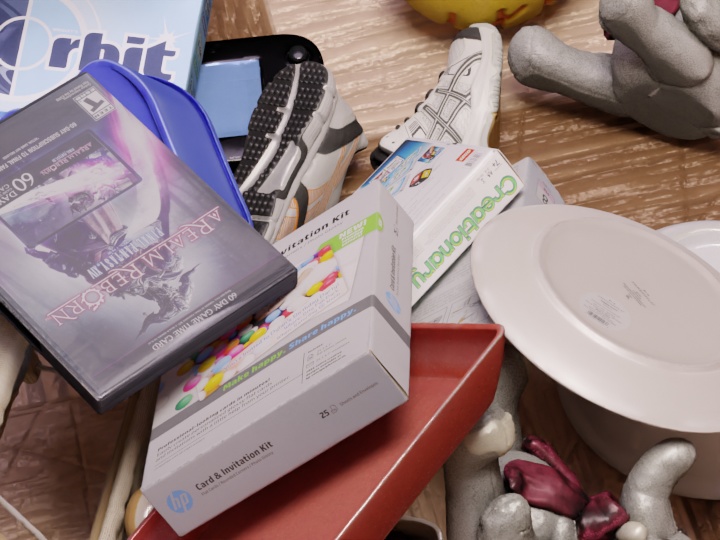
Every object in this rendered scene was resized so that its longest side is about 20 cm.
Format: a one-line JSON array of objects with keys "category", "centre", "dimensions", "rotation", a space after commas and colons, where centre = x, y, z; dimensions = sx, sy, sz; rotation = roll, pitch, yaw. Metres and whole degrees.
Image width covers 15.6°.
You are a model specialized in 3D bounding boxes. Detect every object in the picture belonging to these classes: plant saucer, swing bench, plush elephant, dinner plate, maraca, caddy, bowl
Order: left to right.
[{"category": "swing bench", "centre": [-0.194, 0.104, 1.545], "dimensions": [0.199, 0.130, 0.200], "rotation": [32, 48, -23]}, {"category": "caddy", "centre": [-0.151, -0.037, 1.684], "dimensions": [0.141, 0.105, 0.201], "rotation": [-28, 69, 15]}, {"category": "plant saucer", "centre": [-0.025, 0.111, 1.425], "dimensions": [0.200, 0.037, 0.199], "rotation": [-49, 24, -24]}, {"category": "maraca", "centre": [0.107, -0.231, 1.867], "dimensions": [0.199, 0.108, 0.137], "rotation": [-21, 27, -31]}, {"category": "plush elephant", "centre": [0.130, 0.152, 1.500], "dimensions": [0.154, 0.202, 0.165], "rotation": [1, 6, 8]}, {"category": "dinner plate", "centre": [0.159, 0.019, 1.537], "dimensions": [0.199, 0.024, 0.201], "rotation": [16, 35, -12]}, {"category": "plush elephant", "centre": [0.230, -0.178, 1.784], "dimensions": [0.199, 0.165, 0.156], "rotation": [27, 67, -11]}, {"category": "bowl", "centre": [0.222, 0.036, 1.649], "dimensions": [0.200, 0.091, 0.202], "rotation": [-2, 50, 2]}]

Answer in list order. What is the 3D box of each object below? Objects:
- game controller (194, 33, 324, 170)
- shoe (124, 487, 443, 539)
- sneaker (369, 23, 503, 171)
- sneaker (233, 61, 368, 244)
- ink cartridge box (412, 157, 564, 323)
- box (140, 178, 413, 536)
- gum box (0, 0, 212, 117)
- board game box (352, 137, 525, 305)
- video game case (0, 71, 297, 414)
[{"category": "game controller", "centre": [-0.121, -0.111, 1.825], "dimensions": [0.199, 0.042, 0.105], "rotation": [-6, 51, 0]}, {"category": "shoe", "centre": [-0.042, 0.151, 1.533], "dimensions": [0.199, 0.053, 0.070], "rotation": [12, 63, -30]}, {"category": "sneaker", "centre": [0.051, -0.091, 1.774], "dimensions": [0.087, 0.076, 0.201], "rotation": [3, 51, 6]}, {"category": "sneaker", "centre": [-0.055, -0.036, 1.741], "dimensions": [0.073, 0.080, 0.201], "rotation": [16, 70, 42]}, {"category": "ink cartridge box", "centre": [0.041, 0.033, 1.610], "dimensions": [0.162, 0.057, 0.201], "rotation": [-28, 30, 28]}, {"category": "box", "centre": [-0.043, 0.045, 1.480], "dimensions": [0.155, 0.041, 0.200], "rotation": [-31, 22, 18]}, {"category": "gum box", "centre": [-0.196, -0.142, 1.802], "dimensions": [0.169, 0.045, 0.201], "rotation": [6, 67, 4]}, {"category": "board game box", "centre": [0.000, 0.000, 1.628], "dimensions": [0.200, 0.035, 0.126], "rotation": [-46, 21, -12]}, {"category": "video game case", "centre": [-0.152, -0.020, 1.496], "dimensions": [0.143, 0.019, 0.200], "rotation": [-33, 58, -25]}]
